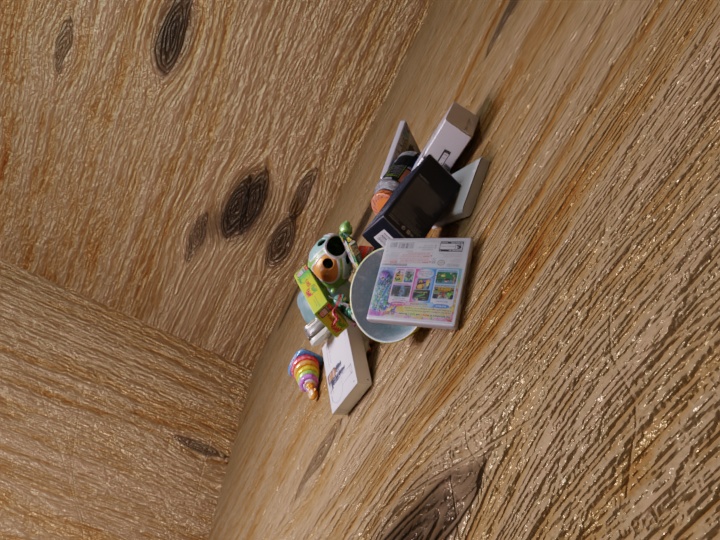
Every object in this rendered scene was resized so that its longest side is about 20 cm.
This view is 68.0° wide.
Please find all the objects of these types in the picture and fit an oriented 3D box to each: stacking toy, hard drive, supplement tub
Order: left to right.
[{"bbox_3d":[-0.180,0.377,1.839,0.118,0.107,0.201,-59,25,15],"label":"stacking toy"},{"bbox_3d":[0.114,-0.233,1.503,0.202,0.122,0.123,-53,3,-37],"label":"supplement tub"},{"bbox_3d":[0.225,-0.176,1.254,0.136,0.026,0.199,-69,12,-9],"label":"hard drive"}]

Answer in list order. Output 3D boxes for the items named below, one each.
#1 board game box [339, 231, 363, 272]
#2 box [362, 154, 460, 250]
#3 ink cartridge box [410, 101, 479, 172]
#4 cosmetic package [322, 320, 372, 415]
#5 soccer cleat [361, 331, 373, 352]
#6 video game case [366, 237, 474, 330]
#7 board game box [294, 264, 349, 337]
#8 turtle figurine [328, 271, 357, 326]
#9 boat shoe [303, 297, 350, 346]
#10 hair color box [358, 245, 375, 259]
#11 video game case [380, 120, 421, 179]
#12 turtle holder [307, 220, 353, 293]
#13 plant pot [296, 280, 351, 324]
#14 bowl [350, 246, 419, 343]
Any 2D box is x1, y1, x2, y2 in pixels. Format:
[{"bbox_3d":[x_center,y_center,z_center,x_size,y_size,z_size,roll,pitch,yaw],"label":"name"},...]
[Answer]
[{"bbox_3d":[0.000,0.000,1.443,0.023,0.205,0.105,-27,25,-11],"label":"board game box"},{"bbox_3d":[0.115,-0.138,1.233,0.202,0.106,0.148,-53,7,-21],"label":"box"},{"bbox_3d":[0.211,-0.310,1.373,0.202,0.083,0.147,-58,3,37],"label":"ink cartridge box"},{"bbox_3d":[-0.040,0.250,1.408,0.152,0.050,0.205,-54,36,37],"label":"cosmetic package"},{"bbox_3d":[-0.008,0.172,1.489,0.070,0.076,0.203,-57,15,30],"label":"soccer cleat"},{"bbox_3d":[0.118,0.021,1.064,0.194,0.024,0.188,1,64,33],"label":"video game case"},{"bbox_3d":[-0.105,0.076,1.397,0.047,0.102,0.201,-38,35,1],"label":"board game box"},{"bbox_3d":[0.005,0.089,1.304,0.101,0.195,0.153,-52,17,39],"label":"turtle figurine"},{"bbox_3d":[-0.069,0.121,1.464,0.200,0.061,0.072,-40,-21,-2],"label":"boat shoe"},{"bbox_3d":[0.050,-0.020,1.516,0.066,0.108,0.200,-65,12,-3],"label":"hair color box"},{"bbox_3d":[0.132,-0.319,1.646,0.183,0.021,0.206,47,-122,-54],"label":"video game case"},{"bbox_3d":[-0.067,-0.043,1.535,0.183,0.142,0.133,-32,-19,-30],"label":"turtle holder"},{"bbox_3d":[-0.102,0.136,1.761,0.202,0.194,0.137,-55,43,39],"label":"plant pot"},{"bbox_3d":[0.084,0.057,1.191,0.107,0.197,0.205,12,-72,-58],"label":"bowl"}]
